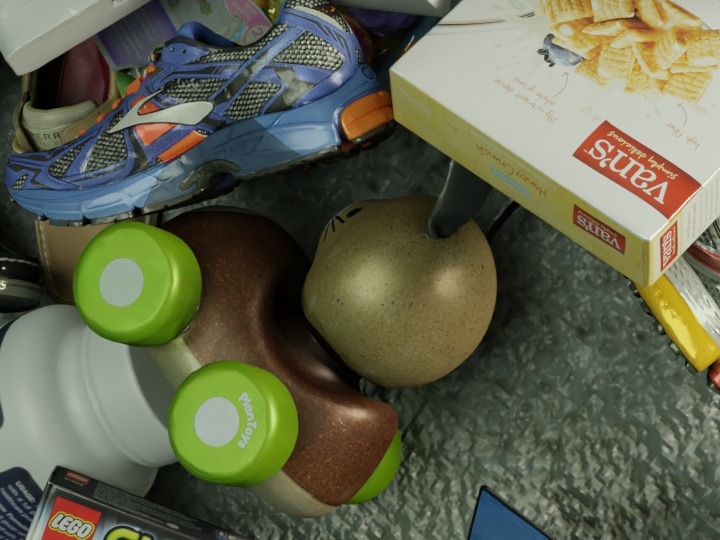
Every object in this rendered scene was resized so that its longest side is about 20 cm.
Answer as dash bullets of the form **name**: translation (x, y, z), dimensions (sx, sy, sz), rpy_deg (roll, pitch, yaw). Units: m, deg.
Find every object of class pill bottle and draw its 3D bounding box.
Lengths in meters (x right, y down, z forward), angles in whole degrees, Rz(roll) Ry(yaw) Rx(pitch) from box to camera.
- **pill bottle**: translation (-0.170, 0.083, 1.322), dimensions (0.199, 0.111, 0.112), rpy_deg (-23, 77, 27)

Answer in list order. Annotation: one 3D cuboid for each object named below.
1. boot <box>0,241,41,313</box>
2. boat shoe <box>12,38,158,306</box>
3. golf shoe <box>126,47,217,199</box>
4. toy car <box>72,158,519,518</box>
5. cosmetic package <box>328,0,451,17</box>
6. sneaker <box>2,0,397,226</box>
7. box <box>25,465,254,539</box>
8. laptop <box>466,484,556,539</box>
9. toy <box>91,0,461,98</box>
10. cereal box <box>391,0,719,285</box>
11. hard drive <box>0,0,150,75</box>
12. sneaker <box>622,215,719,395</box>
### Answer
- **boot**: translation (-0.224, -0.061, 1.359), dimensions (0.203, 0.073, 0.155), rpy_deg (12, 92, 51)
- **boat shoe**: translation (-0.146, -0.075, 1.340), dimensions (0.074, 0.066, 0.202), rpy_deg (-1, 87, 29)
- **golf shoe**: translation (-0.069, -0.140, 1.299), dimensions (0.097, 0.078, 0.202), rpy_deg (-14, 82, 22)
- **toy car**: translation (0.000, 0.000, 1.210), dimensions (0.200, 0.164, 0.158), rpy_deg (-40, 71, 11)
- **cosmetic package**: translation (0.016, -0.217, 1.168), dimensions (0.082, 0.051, 0.201), rpy_deg (9, 82, 25)
- **sneaker**: translation (-0.077, -0.071, 1.198), dimensions (0.199, 0.075, 0.079), rpy_deg (-16, 89, 23)
- **box**: translation (-0.073, 0.180, 1.252), dimensions (0.199, 0.035, 0.111), rpy_deg (20, 99, -3)
- **laptop**: translation (0.083, 0.227, 1.154), dimensions (0.187, 0.116, 0.201), rpy_deg (38, 99, 16)
- **toy**: translation (-0.024, -0.116, 1.225), dimensions (0.199, 0.047, 0.116), rpy_deg (-26, 109, 15)
- **cereal box**: translation (0.129, -0.102, 1.133), dimensions (0.144, 0.040, 0.200), rpy_deg (34, 64, 25)
- **hard drive**: translation (-0.150, -0.204, 1.238), dimensions (0.131, 0.026, 0.201), rpy_deg (-31, 67, -1)
- **sneaker**: translation (0.141, -0.043, 1.181), dimensions (0.082, 0.078, 0.200), rpy_deg (-40, 79, 17)
